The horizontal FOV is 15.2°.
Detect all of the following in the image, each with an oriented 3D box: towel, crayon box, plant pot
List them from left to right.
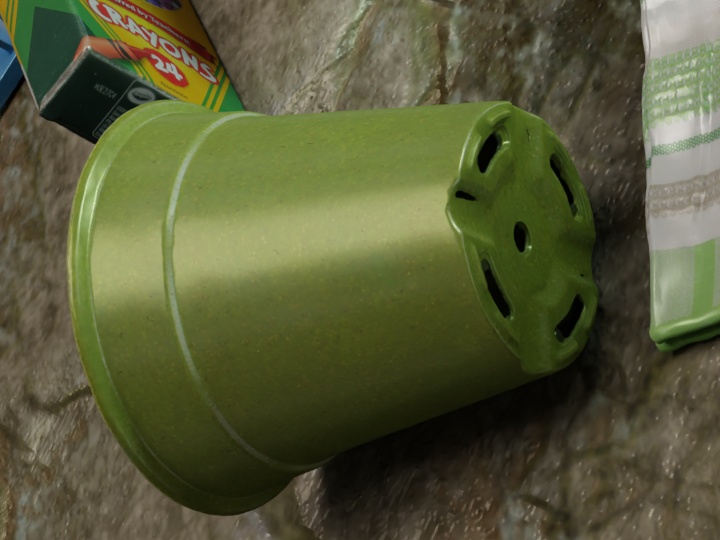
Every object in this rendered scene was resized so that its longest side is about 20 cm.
[{"bbox_3d":[-0.143,-0.134,1.526,0.051,0.127,0.200,-49,38,17],"label":"crayon box"},{"bbox_3d":[0.000,0.000,1.232,0.189,0.200,0.201,-13,58,34],"label":"plant pot"},{"bbox_3d":[0.179,-0.076,1.170,0.149,0.031,0.201,-26,49,41],"label":"towel"}]

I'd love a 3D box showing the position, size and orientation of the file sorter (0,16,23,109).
[{"bbox_3d":[-0.326,-0.148,1.768,0.139,0.122,0.200,-55,36,9],"label":"file sorter"}]
